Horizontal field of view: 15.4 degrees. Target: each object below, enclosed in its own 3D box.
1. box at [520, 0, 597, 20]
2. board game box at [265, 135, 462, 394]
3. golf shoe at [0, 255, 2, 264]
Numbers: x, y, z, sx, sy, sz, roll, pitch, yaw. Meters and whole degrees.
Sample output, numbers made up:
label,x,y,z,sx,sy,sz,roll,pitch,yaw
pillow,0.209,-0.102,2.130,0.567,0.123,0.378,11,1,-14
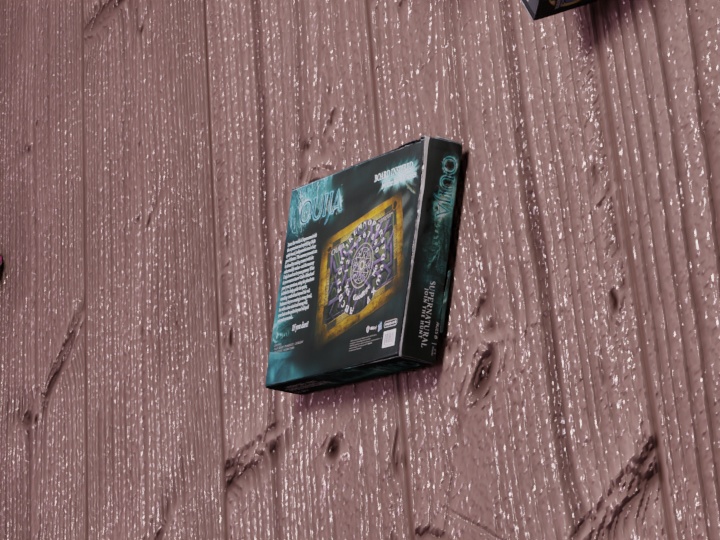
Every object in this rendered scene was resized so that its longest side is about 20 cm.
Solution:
label,x,y,z,sx,sy,sz,roll,pitch,yaw
box,0.079,-0.259,1.424,0.160,0.044,0.200,100,147,-58
board game box,0.000,0.000,1.634,0.200,0.028,0.136,-16,64,64
golf shoe,-0.387,-0.004,2.442,0.200,0.075,0.092,-139,61,-65
